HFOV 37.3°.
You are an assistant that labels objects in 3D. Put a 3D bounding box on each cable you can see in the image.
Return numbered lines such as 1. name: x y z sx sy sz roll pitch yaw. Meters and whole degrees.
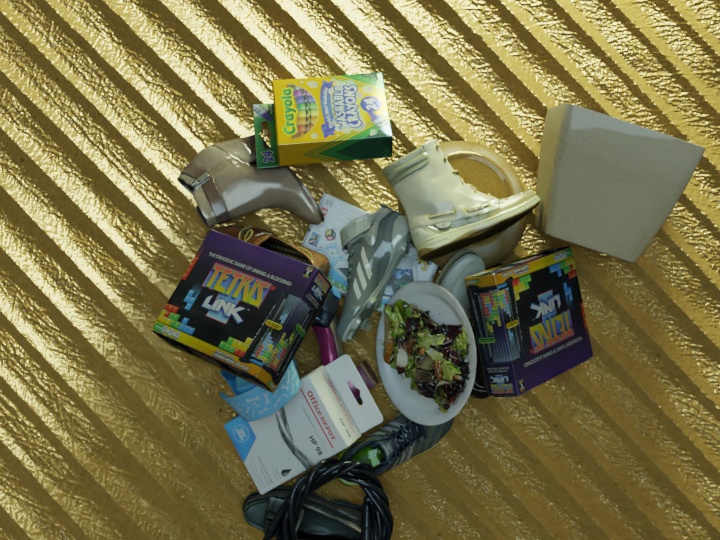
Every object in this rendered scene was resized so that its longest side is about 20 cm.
1. cable: -0.035 0.356 1.481 0.162 0.051 0.201 34 95 0

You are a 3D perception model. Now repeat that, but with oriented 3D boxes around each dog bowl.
1. dog bowl: -0.137 0.149 1.491 0.111 0.200 0.050 -30 104 0

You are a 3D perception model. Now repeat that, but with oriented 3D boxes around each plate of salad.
1. plate of salad: 0.082 0.116 1.491 0.048 0.199 0.203 -1 85 -42

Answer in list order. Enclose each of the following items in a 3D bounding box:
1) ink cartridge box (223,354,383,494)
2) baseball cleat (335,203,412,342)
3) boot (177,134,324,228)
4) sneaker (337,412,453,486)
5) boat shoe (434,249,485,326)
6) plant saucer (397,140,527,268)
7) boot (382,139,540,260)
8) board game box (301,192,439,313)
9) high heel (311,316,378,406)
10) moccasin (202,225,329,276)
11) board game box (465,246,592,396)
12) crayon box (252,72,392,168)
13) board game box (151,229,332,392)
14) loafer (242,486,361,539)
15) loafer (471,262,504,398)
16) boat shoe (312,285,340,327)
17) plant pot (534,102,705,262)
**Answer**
1. ink cartridge box: -0.081 0.217 1.515 0.199 0.067 0.117 -32 86 19
2. baseball cleat: 0.000 0.000 1.536 0.106 0.070 0.201 30 80 13
3. boot: -0.166 -0.107 1.552 0.145 0.071 0.200 -34 67 -18
4. sneaker: 0.052 0.251 1.540 0.199 0.081 0.074 -34 88 -3
5. boat shoe: 0.133 0.072 1.534 0.074 0.068 0.202 15 104 -29
6. plant saucer: 0.154 -0.101 1.567 0.197 0.035 0.203 1 77 -6
7. boot: 0.144 -0.118 1.517 0.198 0.072 0.156 -21 77 -12
8. board game box: 0.011 -0.016 1.579 0.198 0.035 0.128 24 86 1
9. high heel: -0.063 0.113 1.564 0.096 0.067 0.201 -37 88 13
10. moccasin: -0.144 -0.021 1.539 0.199 0.078 0.075 22 88 23
11. board game box: 0.239 0.068 1.492 0.199 0.056 0.168 -18 96 -46
12. crayon box: -0.058 -0.219 1.552 0.197 0.052 0.127 -6 57 -4
13. board game box: -0.160 0.050 1.427 0.198 0.057 0.167 18 72 33
14. loafer: -0.074 0.359 1.534 0.197 0.063 0.073 8 104 -1
15. loafer: 0.185 0.086 1.557 0.072 0.071 0.203 10 86 0
16. boat shoe: -0.124 0.053 1.512 0.198 0.084 0.070 -7 65 37
17. plant pot: 0.345 -0.119 1.520 0.197 0.200 0.179 18 96 0
